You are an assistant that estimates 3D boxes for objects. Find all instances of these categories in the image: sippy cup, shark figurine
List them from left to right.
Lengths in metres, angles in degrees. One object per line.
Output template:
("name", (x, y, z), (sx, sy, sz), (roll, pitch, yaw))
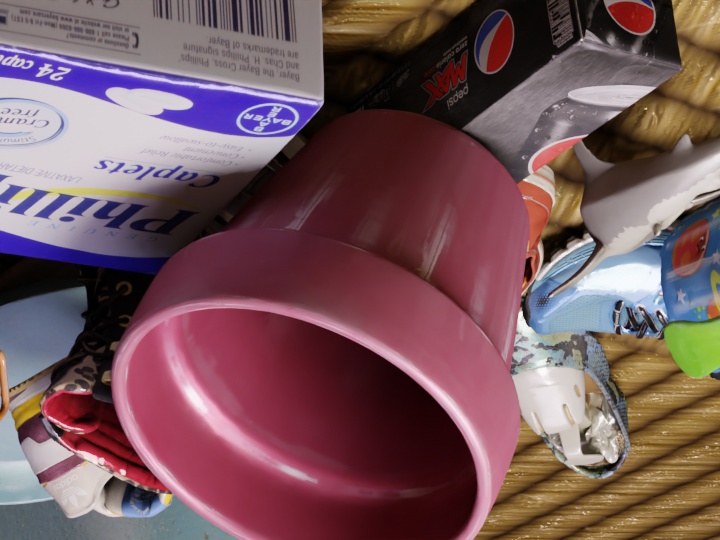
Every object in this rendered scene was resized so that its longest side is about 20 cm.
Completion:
("shark figurine", (0.153, -0.062, 1.620), (0.128, 0.090, 0.214), (-31, 176, -28))
("sippy cup", (0.242, -0.001, 1.672), (0.178, 0.140, 0.130), (10, 162, -36))

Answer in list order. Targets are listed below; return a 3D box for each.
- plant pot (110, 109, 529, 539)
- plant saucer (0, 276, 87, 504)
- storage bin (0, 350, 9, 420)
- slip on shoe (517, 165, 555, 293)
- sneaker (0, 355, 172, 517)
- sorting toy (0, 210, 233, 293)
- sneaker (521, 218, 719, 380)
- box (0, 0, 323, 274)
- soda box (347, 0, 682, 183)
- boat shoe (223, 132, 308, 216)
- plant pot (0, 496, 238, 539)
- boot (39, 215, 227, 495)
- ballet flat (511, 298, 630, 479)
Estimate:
("plant pot", (-0.001, 0.023, 1.506), (0.200, 0.179, 0.200), (15, 139, 14))
("plant saucer", (-0.182, 0.066, 1.740), (0.200, 0.027, 0.200), (-14, 142, -11))
("storage bin", (-0.249, 0.056, 1.586), (0.145, 0.201, 0.134), (-3, -171, 14))
("slip on shoe", (0.070, -0.009, 1.701), (0.074, 0.061, 0.200), (14, 163, -1))
("sneaker", (-0.122, 0.095, 1.668), (0.075, 0.090, 0.200), (-28, 167, 30))
("sorting toy", (-0.091, -0.010, 1.731), (0.185, 0.037, 0.200), (15, 144, -35))
("sneaker", (0.196, 0.020, 1.773), (0.199, 0.090, 0.078), (-5, 155, 3))
("box", (-0.141, -0.093, 1.459), (0.184, 0.105, 0.200), (9, 152, -25))
("soda box", (0.076, -0.094, 1.545), (0.071, 0.063, 0.200), (12, 150, -32))
("boat shoe", (0.000, 0.000, 1.662), (0.060, 0.072, 0.200), (-44, 128, 1))
("plant pot", (-0.110, 0.192, 1.911), (0.200, 0.196, 0.196), (-34, 143, 29))
("boot", (-0.136, 0.014, 1.580), (0.073, 0.151, 0.200), (-27, 123, 39))
("ballet flat", (0.131, 0.082, 1.919), (0.074, 0.074, 0.200), (-14, 153, 19))
